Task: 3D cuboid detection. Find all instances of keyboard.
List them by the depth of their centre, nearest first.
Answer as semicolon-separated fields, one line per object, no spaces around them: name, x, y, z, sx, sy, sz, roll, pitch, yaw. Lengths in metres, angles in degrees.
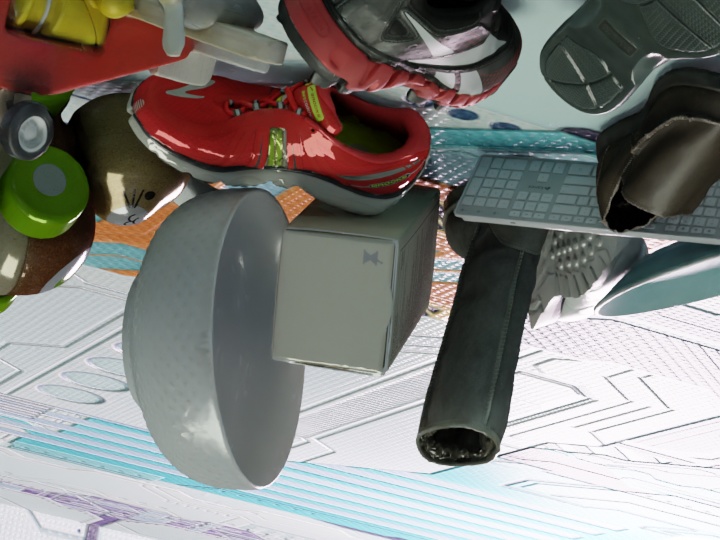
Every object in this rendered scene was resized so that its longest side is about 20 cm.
keyboard;0.159;-0.047;1.545;0.199;0.056;0.011;6;147;26

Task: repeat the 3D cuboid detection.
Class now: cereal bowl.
cereal bowl;-0.101;0.044;1.568;0.083;0.201;0.200;0;162;15

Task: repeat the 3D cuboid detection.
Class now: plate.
plate;0.248;-0.010;1.593;0.199;0.026;0.200;-16;170;-3

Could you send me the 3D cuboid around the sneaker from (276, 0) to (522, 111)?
sneaker;0.044;-0.138;1.272;0.098;0.071;0.200;-39;160;25

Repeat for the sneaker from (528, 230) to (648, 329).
sneaker;0.170;-0.012;1.682;0.080;0.077;0.200;-3;169;-11

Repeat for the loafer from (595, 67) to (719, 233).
loafer;0.196;-0.066;1.443;0.073;0.072;0.200;12;165;-10

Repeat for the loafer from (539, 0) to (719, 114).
loafer;0.160;-0.144;1.247;0.072;0.063;0.200;45;153;-7

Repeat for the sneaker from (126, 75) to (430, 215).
sneaker;-0.048;-0.099;1.521;0.199;0.077;0.085;11;146;-20

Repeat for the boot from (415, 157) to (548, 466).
boot;0.081;0.038;1.639;0.072;0.201;0.182;10;165;-5

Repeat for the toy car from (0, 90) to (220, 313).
toy car;-0.165;-0.057;1.594;0.199;0.158;0.164;3;156;-25

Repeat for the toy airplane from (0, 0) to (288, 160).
toy airplane;-0.136;-0.152;1.282;0.199;0.142;0.199;1;-158;0

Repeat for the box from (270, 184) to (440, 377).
box;0.000;0.000;1.610;0.077;0.095;0.200;8;-169;8
